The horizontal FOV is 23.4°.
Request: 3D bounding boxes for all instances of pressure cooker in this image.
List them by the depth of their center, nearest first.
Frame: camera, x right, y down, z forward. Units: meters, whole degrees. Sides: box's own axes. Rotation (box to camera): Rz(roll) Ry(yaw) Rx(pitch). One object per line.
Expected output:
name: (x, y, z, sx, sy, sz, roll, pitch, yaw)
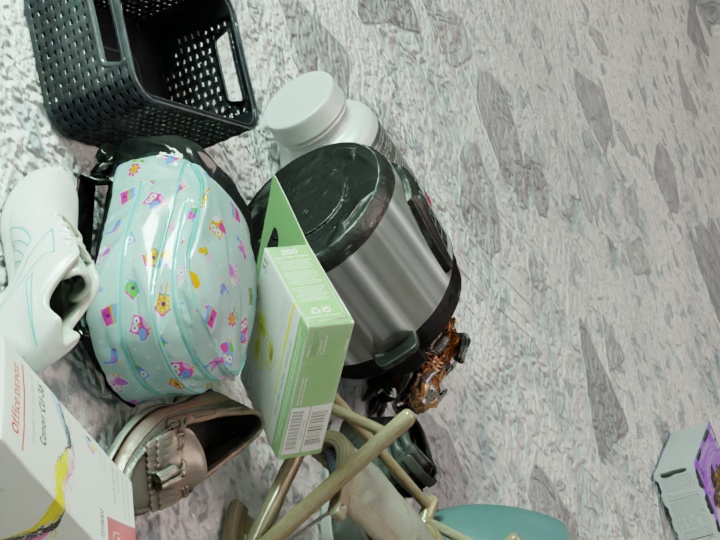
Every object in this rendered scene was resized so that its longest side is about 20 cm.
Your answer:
pressure cooker: (-0.003, 0.001, 1.640, 0.201, 0.177, 0.177, 53, 53, -34)

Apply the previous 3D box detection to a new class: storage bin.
storage bin: (-0.183, -0.180, 1.478, 0.199, 0.093, 0.137, 10, 64, -64)

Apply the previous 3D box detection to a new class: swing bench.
swing bench: (-0.001, 0.238, 1.488, 0.201, 0.129, 0.199, -51, 126, -17)

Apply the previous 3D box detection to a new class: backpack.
backpack: (-0.151, 0.006, 1.374, 0.167, 0.125, 0.201, 54, 31, -38)

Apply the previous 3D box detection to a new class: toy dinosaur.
toy dinosaur: (0.056, 0.084, 1.748, 0.103, 0.135, 0.200, 67, 25, -6)

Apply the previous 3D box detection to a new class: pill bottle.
pill bottle: (-0.013, -0.101, 1.761, 0.201, 0.110, 0.111, 54, 29, -34)

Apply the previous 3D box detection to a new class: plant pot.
plant pot: (0.092, 0.304, 1.644, 0.134, 0.201, 0.201, 24, 40, -10)

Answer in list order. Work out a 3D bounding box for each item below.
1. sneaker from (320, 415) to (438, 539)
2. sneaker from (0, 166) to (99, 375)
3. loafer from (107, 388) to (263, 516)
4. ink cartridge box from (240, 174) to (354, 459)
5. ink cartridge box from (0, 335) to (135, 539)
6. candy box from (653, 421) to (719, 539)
sneaker: (0.021, 0.219, 1.623, 0.071, 0.098, 0.202, 45, 37, -48)
sneaker: (-0.225, -0.001, 1.280, 0.070, 0.080, 0.202, 47, 32, -39)
loafer: (-0.137, 0.139, 1.363, 0.200, 0.062, 0.073, -38, 132, -66)
ink cartridge box: (-0.071, 0.036, 1.457, 0.047, 0.147, 0.201, -6, 41, -24)
ink cartridge box: (-0.229, 0.129, 1.153, 0.201, 0.067, 0.117, 54, 10, -33)
candy box: (0.520, 0.357, 2.622, 0.202, 0.071, 0.168, 66, 24, -10)
